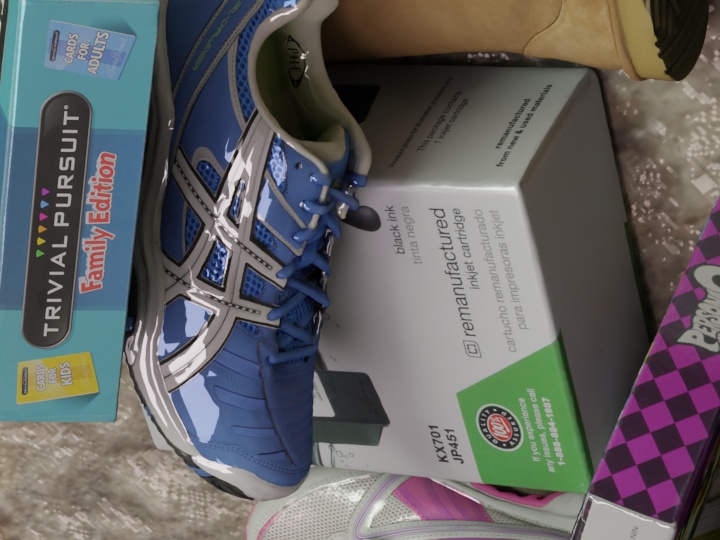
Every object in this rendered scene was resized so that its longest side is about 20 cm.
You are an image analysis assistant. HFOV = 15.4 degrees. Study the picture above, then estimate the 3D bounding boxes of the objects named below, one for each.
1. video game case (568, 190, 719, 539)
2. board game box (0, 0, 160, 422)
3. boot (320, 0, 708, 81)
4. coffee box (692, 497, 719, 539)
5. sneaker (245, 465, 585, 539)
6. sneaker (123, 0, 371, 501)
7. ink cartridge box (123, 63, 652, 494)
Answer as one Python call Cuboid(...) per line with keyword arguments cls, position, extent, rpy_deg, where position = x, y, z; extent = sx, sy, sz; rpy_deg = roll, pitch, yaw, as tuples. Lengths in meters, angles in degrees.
Cuboid(cls="video game case", position=(0.107, 0.078, 0.957), extent=(0.036, 0.200, 0.182), rpy_deg=(20, 134, 10))
Cuboid(cls="board game box", position=(-0.115, -0.063, 0.928), extent=(0.047, 0.200, 0.152), rpy_deg=(1, 118, -15))
Cuboid(cls="boot", position=(0.011, -0.138, 0.924), extent=(0.199, 0.066, 0.176), rpy_deg=(7, 129, 27))
Cuboid(cls="coffee box", position=(0.217, 0.195, 0.994), extent=(0.200, 0.198, 0.200), rpy_deg=(-28, 110, 42))
Cuboid(cls="sneaker", position=(0.036, 0.132, 1.122), extent=(0.199, 0.088, 0.082), rpy_deg=(7, 130, 25))
Cuboid(cls="sneaker", position=(-0.039, -0.015, 0.931), extent=(0.077, 0.076, 0.201), rpy_deg=(-1, 103, 33))
Cuboid(cls="ink cartridge box", position=(0.000, 0.000, 1.033), extent=(0.199, 0.083, 0.147), rpy_deg=(3, 127, 28))
